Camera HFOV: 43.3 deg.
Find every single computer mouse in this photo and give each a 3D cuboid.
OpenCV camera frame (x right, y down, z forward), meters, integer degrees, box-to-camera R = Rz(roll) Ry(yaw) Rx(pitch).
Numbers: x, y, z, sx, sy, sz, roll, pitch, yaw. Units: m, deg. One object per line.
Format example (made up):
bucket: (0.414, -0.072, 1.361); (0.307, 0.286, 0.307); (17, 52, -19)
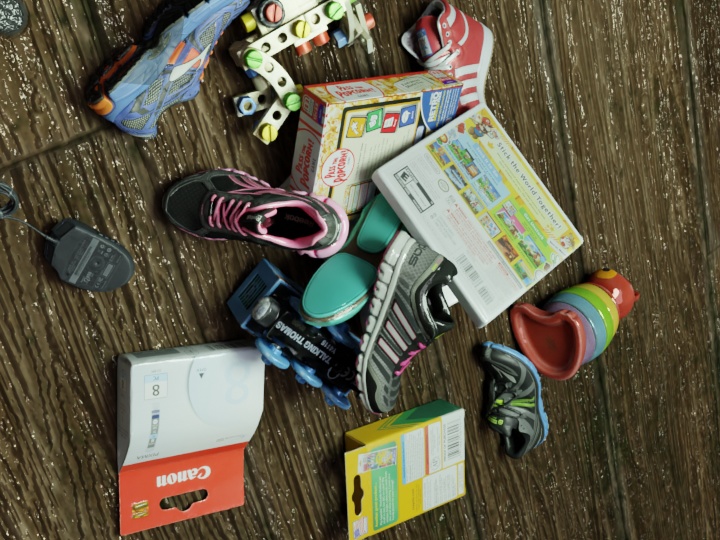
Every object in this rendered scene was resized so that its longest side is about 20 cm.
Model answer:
computer mouse: (-0.307, -0.038, 0.870); (0.199, 0.034, 0.059); (33, 97, -32)

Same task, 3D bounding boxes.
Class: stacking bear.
stacking bear: (0.328, 0.064, 1.321); (0.199, 0.120, 0.116); (-30, 115, -36)

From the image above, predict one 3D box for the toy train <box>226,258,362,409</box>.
toy train: (-0.056, 0.075, 1.025); (0.087, 0.114, 0.199); (-48, 127, 5)

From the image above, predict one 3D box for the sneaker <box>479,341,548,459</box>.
sneaker: (0.212, 0.186, 1.279); (0.083, 0.070, 0.202); (-40, 124, -30)

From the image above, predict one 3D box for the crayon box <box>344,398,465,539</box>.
crayon box: (0.049, 0.258, 1.185); (0.197, 0.051, 0.128); (-13, 108, -35)

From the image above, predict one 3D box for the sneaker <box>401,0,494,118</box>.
sneaker: (0.100, -0.228, 1.084); (0.111, 0.071, 0.204); (25, 63, -38)

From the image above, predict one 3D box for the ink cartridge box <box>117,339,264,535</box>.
ink cartridge box: (-0.185, 0.185, 0.995); (0.158, 0.047, 0.205); (-5, 101, -36)

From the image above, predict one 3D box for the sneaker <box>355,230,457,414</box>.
sneaker: (0.052, 0.065, 0.950); (0.074, 0.086, 0.204); (-29, 134, -67)

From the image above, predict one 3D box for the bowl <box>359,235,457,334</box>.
bowl: (0.095, -0.002, 1.093); (0.198, 0.200, 0.076); (-22, 78, -33)

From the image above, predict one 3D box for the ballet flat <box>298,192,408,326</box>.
ballet flat: (0.000, 0.000, 0.985); (0.201, 0.066, 0.071); (-56, 160, -32)

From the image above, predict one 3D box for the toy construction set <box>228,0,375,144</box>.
toy construction set: (-0.059, -0.240, 0.966); (0.199, 0.091, 0.133); (-39, 121, -23)

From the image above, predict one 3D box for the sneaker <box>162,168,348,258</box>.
sneaker: (-0.112, -0.058, 0.920); (0.196, 0.095, 0.081); (8, 98, 5)

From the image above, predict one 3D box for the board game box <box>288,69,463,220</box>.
board game box: (0.016, -0.137, 1.014); (0.198, 0.046, 0.154); (-16, 131, -38)

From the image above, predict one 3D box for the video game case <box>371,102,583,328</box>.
video game case: (0.133, -0.066, 1.004); (0.181, 0.023, 0.201); (-34, 86, -30)

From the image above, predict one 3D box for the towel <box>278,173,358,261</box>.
towel: (-0.005, -0.108, 1.081); (0.201, 0.024, 0.147); (-52, 126, -16)

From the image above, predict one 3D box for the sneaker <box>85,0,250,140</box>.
sneaker: (-0.182, -0.213, 0.903); (0.200, 0.075, 0.079); (-46, 132, -10)
